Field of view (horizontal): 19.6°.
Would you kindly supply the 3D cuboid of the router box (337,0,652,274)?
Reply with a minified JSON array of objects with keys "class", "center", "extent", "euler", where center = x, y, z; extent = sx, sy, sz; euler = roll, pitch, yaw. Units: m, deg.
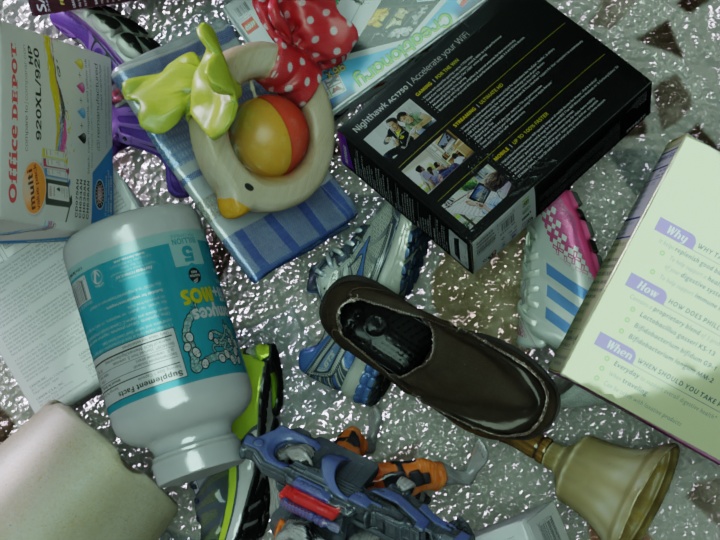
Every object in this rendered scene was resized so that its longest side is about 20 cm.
[{"class":"router box","center":[0.104,-0.114,1.601],"extent":[0.200,0.051,0.149],"euler":[-41,65,-16]}]

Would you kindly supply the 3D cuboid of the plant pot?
[{"class":"plant pot","center":[-0.247,0.208,1.606],"extent":[0.200,0.201,0.184],"euler":[39,79,8]}]

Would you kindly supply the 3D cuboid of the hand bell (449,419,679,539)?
[{"class":"hand bell","center":[0.135,0.136,1.618],"extent":[0.199,0.104,0.105],"euler":[27,89,19]}]

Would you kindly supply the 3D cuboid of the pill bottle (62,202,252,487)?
[{"class":"pill bottle","center":[-0.148,0.058,1.578],"extent":[0.110,0.111,0.201],"euler":[-18,82,5]}]

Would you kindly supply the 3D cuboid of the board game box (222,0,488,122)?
[{"class":"board game box","center":[0.005,-0.217,1.675],"extent":[0.199,0.035,0.127],"euler":[-35,82,3]}]

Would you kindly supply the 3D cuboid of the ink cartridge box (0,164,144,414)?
[{"class":"ink cartridge box","center":[-0.235,-0.004,1.679],"extent":[0.160,0.050,0.201],"euler":[-32,80,6]}]

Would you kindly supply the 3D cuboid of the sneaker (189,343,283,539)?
[{"class":"sneaker","center":[-0.113,0.154,1.649],"extent":[0.080,0.074,0.201],"euler":[6,80,16]}]

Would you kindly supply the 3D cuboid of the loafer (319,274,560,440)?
[{"class":"loafer","center":[0.056,0.073,1.568],"extent":[0.199,0.071,0.073],"euler":[25,98,2]}]

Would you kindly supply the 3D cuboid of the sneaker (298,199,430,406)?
[{"class":"sneaker","center":[0.000,0.000,1.640],"extent":[0.085,0.077,0.201],"euler":[16,87,12]}]

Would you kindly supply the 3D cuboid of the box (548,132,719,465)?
[{"class":"box","center":[0.263,0.029,1.543],"extent":[0.175,0.097,0.201],"euler":[28,90,0]}]

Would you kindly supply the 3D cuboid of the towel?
[{"class":"towel","center":[-0.096,-0.098,1.629],"extent":[0.024,0.147,0.201],"euler":[-36,87,40]}]

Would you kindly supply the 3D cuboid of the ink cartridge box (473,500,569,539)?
[{"class":"ink cartridge box","center":[0.081,0.295,1.574],"extent":[0.199,0.084,0.177],"euler":[-24,85,22]}]

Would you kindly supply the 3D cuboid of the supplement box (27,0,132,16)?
[{"class":"supplement box","center":[-0.166,-0.266,1.655],"extent":[0.199,0.109,0.061],"euler":[-9,126,3]}]

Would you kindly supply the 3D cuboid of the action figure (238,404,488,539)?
[{"class":"action figure","center":[0.013,0.182,1.553],"extent":[0.199,0.193,0.105],"euler":[28,128,29]}]

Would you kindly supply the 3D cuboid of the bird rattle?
[{"class":"bird rattle","center":[-0.078,-0.127,1.592],"extent":[0.112,0.200,0.164],"euler":[-6,104,41]}]

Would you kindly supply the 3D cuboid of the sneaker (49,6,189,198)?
[{"class":"sneaker","center":[-0.188,-0.141,1.673],"extent":[0.083,0.081,0.200],"euler":[-43,80,13]}]

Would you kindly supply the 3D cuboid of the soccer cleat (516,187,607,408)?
[{"class":"soccer cleat","center":[0.151,0.012,1.622],"extent":[0.086,0.070,0.201],"euler":[-21,84,4]}]

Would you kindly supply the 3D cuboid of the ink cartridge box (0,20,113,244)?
[{"class":"ink cartridge box","center":[-0.289,-0.099,1.561],"extent":[0.144,0.200,0.148],"euler":[-2,87,17]}]
